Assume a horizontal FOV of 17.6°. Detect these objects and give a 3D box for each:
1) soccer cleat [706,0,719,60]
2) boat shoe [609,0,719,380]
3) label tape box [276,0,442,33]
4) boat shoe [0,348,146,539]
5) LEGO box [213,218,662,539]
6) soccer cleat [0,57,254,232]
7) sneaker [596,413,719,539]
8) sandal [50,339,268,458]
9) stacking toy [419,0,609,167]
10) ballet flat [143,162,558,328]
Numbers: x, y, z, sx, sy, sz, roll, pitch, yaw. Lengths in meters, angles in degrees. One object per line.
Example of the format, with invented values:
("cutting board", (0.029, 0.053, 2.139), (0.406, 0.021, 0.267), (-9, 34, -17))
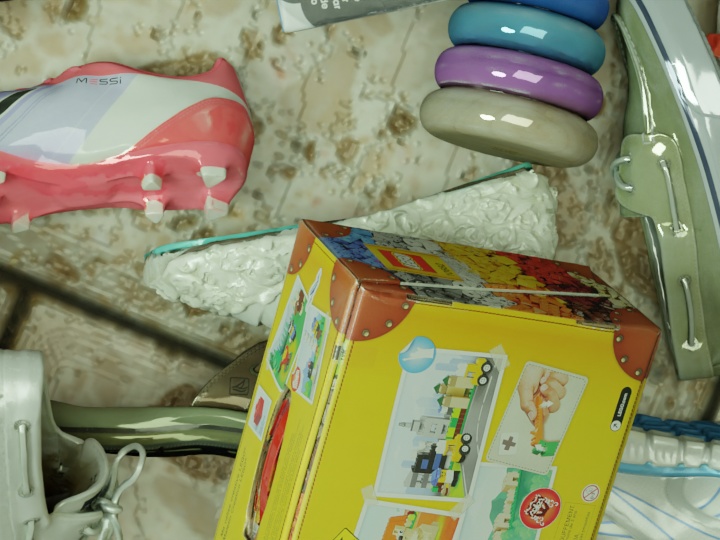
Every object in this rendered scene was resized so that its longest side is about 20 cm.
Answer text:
("soccer cleat", (0.209, -0.180, 1.106), (0.077, 0.069, 0.201), (9, 85, -36))
("boat shoe", (0.151, -0.042, 1.101), (0.062, 0.072, 0.201), (-18, 96, 1))
("label tape box", (0.049, -0.196, 1.009), (0.199, 0.063, 0.145), (-12, 101, 4))
("boat shoe", (-0.136, 0.099, 1.031), (0.086, 0.075, 0.202), (-8, 138, 1))
("LEGO box", (0.026, 0.093, 1.019), (0.148, 0.077, 0.201), (9, 107, -24))
("soccer cleat", (-0.149, -0.062, 1.078), (0.199, 0.067, 0.077), (-1, 56, -3))
("sneaker", (0.155, 0.115, 1.117), (0.199, 0.075, 0.087), (9, 99, 2))
("sandal", (-0.052, 0.059, 1.085), (0.200, 0.080, 0.058), (2, 79, -6))
("stacking toy", (0.090, -0.153, 1.087), (0.085, 0.085, 0.201), (14, 87, -7))
("ballet flat", (0.000, 0.000, 1.084), (0.199, 0.072, 0.072), (-13, 95, -3))
